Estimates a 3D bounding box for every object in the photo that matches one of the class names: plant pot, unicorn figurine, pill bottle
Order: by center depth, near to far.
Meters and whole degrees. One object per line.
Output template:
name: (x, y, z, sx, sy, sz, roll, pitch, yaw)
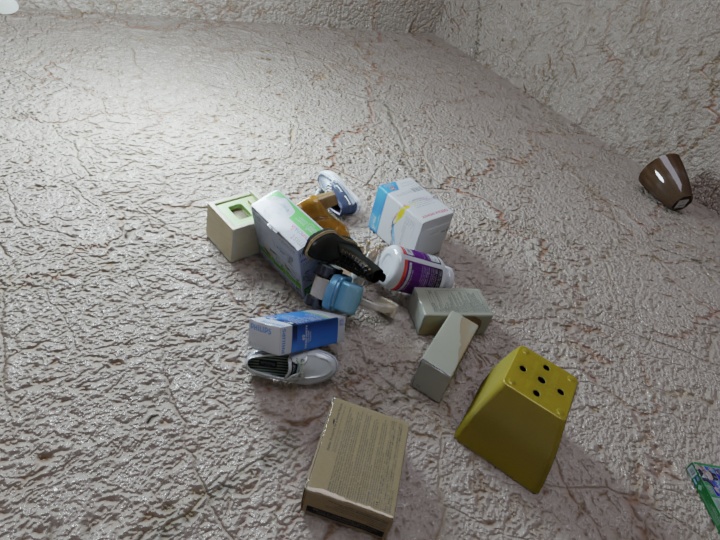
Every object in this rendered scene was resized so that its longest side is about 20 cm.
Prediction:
plant pot: (0.340, 0.285, 1.099, 0.197, 0.180, 0.199, 29, 39, 18)
unicorn figurine: (0.000, 0.000, 1.376, 0.073, 0.141, 0.197, 31, 24, 34)
pill bottle: (0.149, 0.008, 1.399, 0.195, 0.114, 0.114, 14, 35, -27)
plant pot: (1.351, -0.367, 2.304, 0.181, 0.189, 0.205, 0, 54, -20)

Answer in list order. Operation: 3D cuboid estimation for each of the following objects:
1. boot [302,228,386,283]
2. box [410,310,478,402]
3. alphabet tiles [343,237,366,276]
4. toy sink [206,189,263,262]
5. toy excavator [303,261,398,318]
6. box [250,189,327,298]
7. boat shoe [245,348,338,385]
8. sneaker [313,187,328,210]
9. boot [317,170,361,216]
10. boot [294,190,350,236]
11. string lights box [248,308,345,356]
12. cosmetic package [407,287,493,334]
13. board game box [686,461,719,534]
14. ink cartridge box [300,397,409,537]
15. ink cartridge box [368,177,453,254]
boot: (-0.030, -0.026, 1.224, 0.138, 0.079, 0.198, 41, 24, 26)
box: (0.197, 0.195, 1.224, 0.076, 0.097, 0.200, 28, 41, 14)
alphabet tiles: (-0.075, -0.050, 1.482, 0.198, 0.015, 0.194, 37, 42, 23)
toy sink: (-0.294, -0.130, 1.415, 0.197, 0.114, 0.130, -22, 52, -39)
toy excavator: (-0.014, 0.068, 1.275, 0.196, 0.102, 0.194, 25, 6, 13)
box: (-0.175, -0.067, 1.319, 0.096, 0.179, 0.199, -33, 57, -26)
boat shoe: (-0.142, 0.202, 1.090, 0.193, 0.076, 0.067, 0, -3, -5)
sneaker: (-0.100, -0.149, 1.532, 0.112, 0.076, 0.204, 18, 48, -7)
boot: (-0.090, -0.247, 1.667, 0.089, 0.074, 0.199, -18, 50, -44)
boot: (-0.107, -0.102, 1.430, 0.141, 0.206, 0.071, -23, 16, -8)
string lights box: (-0.132, 0.127, 1.131, 0.101, 0.061, 0.197, 9, 8, 39)
cosmetic package: (0.229, 0.105, 1.362, 0.193, 0.072, 0.107, 3, 40, -18)
board game box: (0.801, 0.513, 1.118, 0.130, 0.030, 0.203, 12, 38, -8)
ink cartridge box: (-0.005, 0.354, 0.966, 0.160, 0.077, 0.202, 17, 38, 3)
ink cartridge box: (0.149, -0.153, 1.583, 0.144, 0.149, 0.200, -19, 50, -38)
